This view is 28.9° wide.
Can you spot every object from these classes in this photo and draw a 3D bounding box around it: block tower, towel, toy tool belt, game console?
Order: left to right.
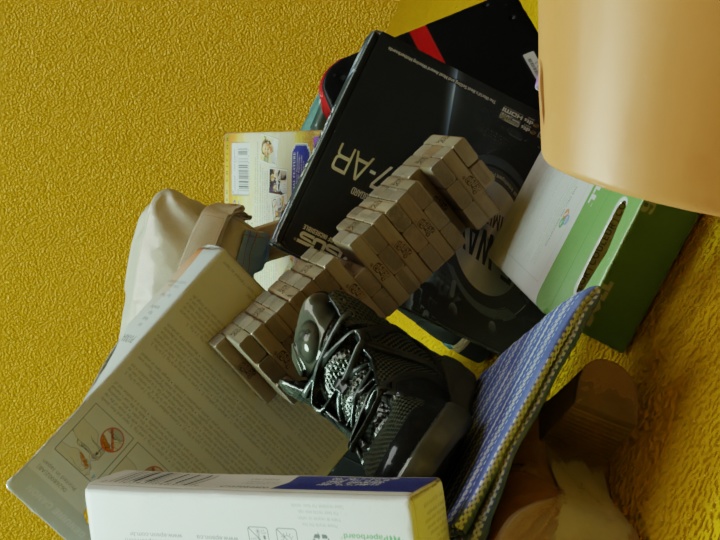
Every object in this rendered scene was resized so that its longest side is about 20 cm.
[{"bbox_3d":[-0.106,0.048,0.984,0.125,0.123,0.201,148,130,-71],"label":"toy tool belt"},{"bbox_3d":[0.000,0.000,0.877,0.200,0.054,0.058,-43,17,-9],"label":"block tower"},{"bbox_3d":[0.071,-0.111,1.049,0.031,0.176,0.200,71,178,-54],"label":"game console"},{"bbox_3d":[0.068,0.094,0.753,0.145,0.024,0.200,-60,0,-19],"label":"towel"}]

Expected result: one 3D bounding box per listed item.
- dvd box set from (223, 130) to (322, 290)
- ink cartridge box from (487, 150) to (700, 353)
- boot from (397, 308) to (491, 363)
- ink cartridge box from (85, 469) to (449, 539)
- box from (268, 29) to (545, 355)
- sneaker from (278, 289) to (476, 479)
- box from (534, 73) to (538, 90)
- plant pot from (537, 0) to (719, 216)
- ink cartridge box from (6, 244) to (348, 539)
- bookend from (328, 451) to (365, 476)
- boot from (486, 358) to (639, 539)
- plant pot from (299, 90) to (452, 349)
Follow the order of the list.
[{"bbox_3d":[-0.047,-0.033,1.059,0.200,0.029,0.147,6,97,58],"label":"dvd box set"},{"bbox_3d":[0.144,-0.020,0.827,0.104,0.059,0.200,-63,13,9],"label":"ink cartridge box"},{"bbox_3d":[0.078,-0.047,1.051,0.200,0.138,0.077,-63,8,3],"label":"boot"},{"bbox_3d":[-0.040,0.200,0.690,0.041,0.199,0.201,-13,-81,-59],"label":"ink cartridge box"},{"bbox_3d":[0.061,-0.046,0.947,0.161,0.200,0.044,-64,7,-3],"label":"box"},{"bbox_3d":[0.003,0.074,0.766,0.076,0.114,0.199,-61,2,14],"label":"sneaker"},{"bbox_3d":[0.210,-0.211,0.874,0.200,0.096,0.176,-55,12,50],"label":"box"},{"bbox_3d":[0.161,-0.103,0.610,0.200,0.199,0.140,-98,18,-75],"label":"plant pot"},{"bbox_3d":[-0.106,0.110,0.900,0.200,0.162,0.050,-48,20,-14],"label":"ink cartridge box"},{"bbox_3d":[-0.047,0.148,1.035,0.200,0.198,0.092,-55,12,40],"label":"bookend"},{"bbox_3d":[0.084,0.152,0.709,0.144,0.071,0.201,117,178,-48],"label":"boot"},{"bbox_3d":[0.034,-0.065,1.185,0.201,0.196,0.200,-62,8,15],"label":"plant pot"}]
